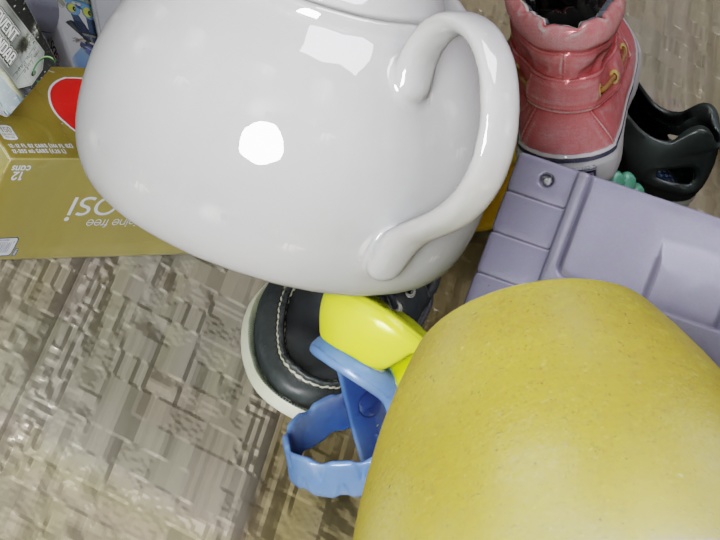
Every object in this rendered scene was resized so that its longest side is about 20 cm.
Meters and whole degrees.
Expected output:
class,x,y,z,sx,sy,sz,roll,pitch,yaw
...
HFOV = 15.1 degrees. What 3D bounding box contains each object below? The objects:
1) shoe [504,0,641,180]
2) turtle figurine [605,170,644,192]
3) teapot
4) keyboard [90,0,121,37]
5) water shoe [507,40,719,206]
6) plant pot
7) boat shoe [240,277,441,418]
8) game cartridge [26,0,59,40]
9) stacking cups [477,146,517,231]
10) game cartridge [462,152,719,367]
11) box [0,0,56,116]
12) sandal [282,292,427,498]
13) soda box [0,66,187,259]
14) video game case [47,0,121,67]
class,x,y,z,sx,sy,sz,roll,pitch,yaw
shoe,0.110,-0.126,1.402,0.071,0.091,0.200,2,29,5
turtle figurine,0.174,0.046,1.329,0.100,0.150,0.200,-16,44,-28
teapot,-0.020,-0.088,1.163,0.199,0.147,0.197,21,21,6
keyboard,-0.123,-0.172,1.443,0.056,0.011,0.200,11,36,-22
water shoe,0.109,-0.105,1.518,0.199,0.079,0.072,28,32,-5
plant pot,0.081,0.089,1.081,0.199,0.200,0.142,10,54,-31
boat shoe,0.002,0.001,1.293,0.074,0.066,0.199,34,32,4
game cartridge,-0.237,-0.174,1.313,0.200,0.041,0.133,36,1,1
stacking cups,0.029,-0.114,1.462,0.060,0.061,0.200,-3,51,-42
game cartridge,0.145,0.036,1.271,0.199,0.130,0.038,19,-9,16
box,-0.237,-0.152,1.185,0.200,0.137,0.040,24,65,31
sandal,0.038,0.086,1.202,0.200,0.087,0.079,36,1,-29
soda box,-0.108,-0.051,1.275,0.199,0.064,0.068,-2,44,-42
video game case,-0.085,-0.130,1.445,0.199,0.022,0.183,10,37,-31
